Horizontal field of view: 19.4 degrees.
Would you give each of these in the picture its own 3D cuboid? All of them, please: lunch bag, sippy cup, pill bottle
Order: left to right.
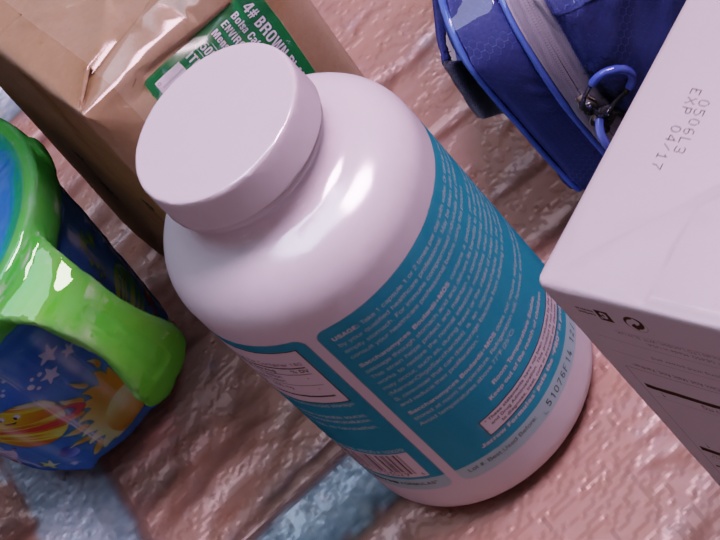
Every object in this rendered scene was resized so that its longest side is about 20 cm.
[{"bbox_3d":[-0.158,0.022,0.946,0.139,0.130,0.178,-39,44,9],"label":"sippy cup"},{"bbox_3d":[0.000,0.000,0.802,0.110,0.200,0.111,-20,48,24],"label":"pill bottle"},{"bbox_3d":[0.094,-0.131,0.878,0.132,0.136,0.201,-25,48,21],"label":"lunch bag"}]

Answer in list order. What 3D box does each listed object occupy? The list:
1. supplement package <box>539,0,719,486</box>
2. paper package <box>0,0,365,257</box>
[{"bbox_3d":[0.171,0.016,0.658,0.119,0.200,0.122,14,68,43],"label":"supplement package"},{"bbox_3d":[-0.073,-0.074,0.912,0.103,0.200,0.190,-46,44,-8],"label":"paper package"}]
